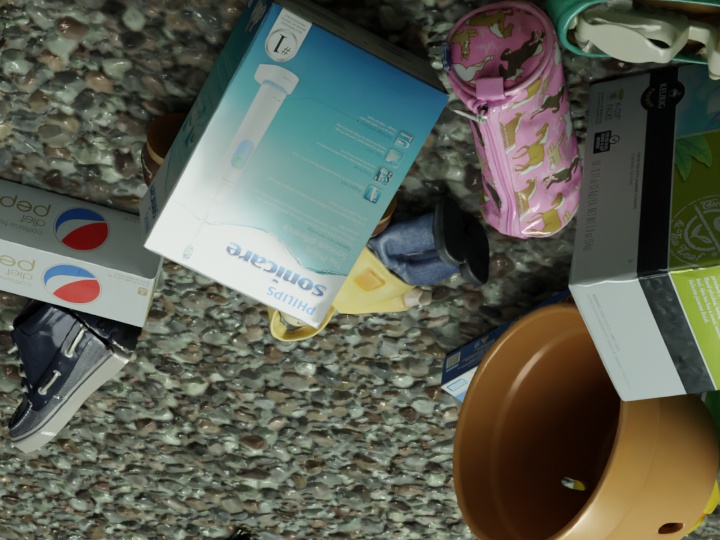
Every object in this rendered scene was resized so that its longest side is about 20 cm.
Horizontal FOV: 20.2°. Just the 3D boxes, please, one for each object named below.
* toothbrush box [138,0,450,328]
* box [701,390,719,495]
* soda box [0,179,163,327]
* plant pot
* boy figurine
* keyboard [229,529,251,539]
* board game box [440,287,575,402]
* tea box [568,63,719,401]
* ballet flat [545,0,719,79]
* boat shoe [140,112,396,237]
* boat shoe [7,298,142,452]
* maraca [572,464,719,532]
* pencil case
[{"bbox_3d":[-0.050,-0.083,1.441,0.146,0.085,0.201,24,105,-17],"label":"toothbrush box"},{"bbox_3d":[0.381,0.105,1.542,0.198,0.172,0.200,-2,140,-5],"label":"box"},{"bbox_3d":[-0.261,-0.020,1.646,0.198,0.064,0.068,15,140,-5],"label":"soda box"},{"bbox_3d":[0.188,0.140,1.592,0.139,0.201,0.200,20,141,-32],"label":"plant pot"},{"bbox_3d":[0.000,0.000,1.612,0.199,0.065,0.124,-19,140,28],"label":"boy figurine"},{"bbox_3d":[-0.120,0.312,2.036,0.199,0.021,0.127,-25,129,34],"label":"keyboard"},{"bbox_3d":[0.183,0.080,1.685,0.135,0.035,0.200,35,134,-26],"label":"board game box"},{"bbox_3d":[0.261,-0.035,1.405,0.195,0.201,0.134,-9,136,21],"label":"tea box"},{"bbox_3d":[0.223,-0.161,1.368,0.198,0.071,0.068,7,140,4],"label":"ballet flat"},{"bbox_3d":[-0.072,-0.065,1.551,0.199,0.071,0.071,18,144,2],"label":"boat shoe"},{"bbox_3d":[-0.277,0.079,1.769,0.092,0.075,0.200,35,127,-17],"label":"boat shoe"},{"bbox_3d":[0.234,0.187,1.740,0.137,0.108,0.200,-16,172,-42],"label":"maraca"},{"bbox_3d":[0.111,-0.102,1.425,0.086,0.083,0.200,-29,148,-4],"label":"pencil case"}]
